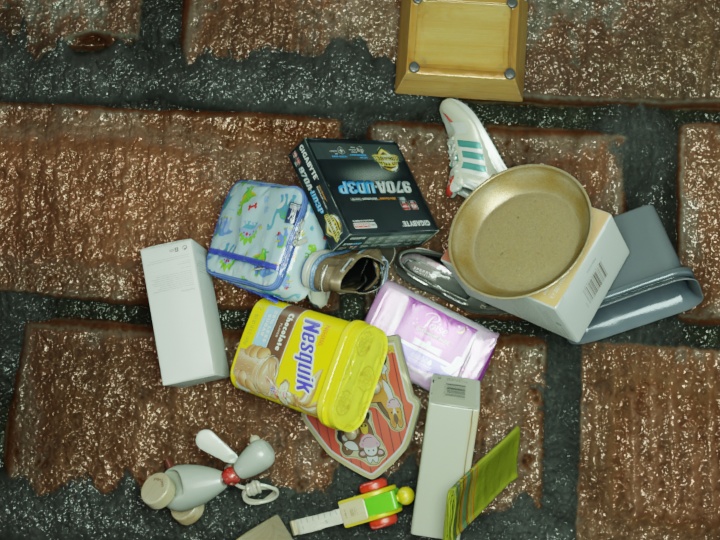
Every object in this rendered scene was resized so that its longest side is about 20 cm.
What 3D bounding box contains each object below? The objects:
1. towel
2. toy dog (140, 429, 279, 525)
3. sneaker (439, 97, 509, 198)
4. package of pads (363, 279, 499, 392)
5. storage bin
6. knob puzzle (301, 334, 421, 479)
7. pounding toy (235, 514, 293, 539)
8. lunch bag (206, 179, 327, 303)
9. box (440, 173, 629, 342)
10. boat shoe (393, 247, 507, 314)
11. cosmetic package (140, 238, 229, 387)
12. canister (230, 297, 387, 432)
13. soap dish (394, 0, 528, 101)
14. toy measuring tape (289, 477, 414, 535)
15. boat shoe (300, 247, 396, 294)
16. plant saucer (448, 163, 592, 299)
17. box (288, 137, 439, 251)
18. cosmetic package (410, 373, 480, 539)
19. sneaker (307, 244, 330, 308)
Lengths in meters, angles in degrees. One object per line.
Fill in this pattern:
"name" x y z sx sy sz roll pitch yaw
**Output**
"towel" 0.171 0.293 1.478 0.018 0.199 0.087 18 118 30
"toy dog" -0.221 0.286 1.560 0.197 0.133 0.097 -14 49 -6
"sneaker" 0.157 -0.161 1.608 0.093 0.070 0.201 -30 84 -7
"package of pads" 0.092 0.105 1.571 0.198 0.076 0.122 26 89 8
"storage bin" 0.371 0.004 1.539 0.198 0.145 0.136 -20 63 17
"knob puzzle" -0.005 0.204 1.546 0.217 0.030 0.223 5 102 26
"pounding toy" -0.146 0.445 1.500 0.183 0.200 0.143 -35 81 13
"lunch bag" -0.134 -0.043 1.556 0.199 0.082 0.163 15 85 49
"box" 0.239 -0.020 1.480 0.199 0.106 0.153 23 76 38
"boat shoe" 0.143 0.017 1.590 0.197 0.057 0.068 19 83 6
"cosmetic package" -0.257 0.066 1.587 0.084 0.108 0.203 -11 80 3
"canister" -0.076 0.128 1.515 0.198 0.086 0.150 14 80 36
"soap dish" 0.154 -0.344 1.630 0.197 0.081 0.160 4 82 3
"toy measuring tape" -0.006 0.348 1.562 0.198 0.073 0.075 -22 80 24
"boat shoe" 0.000 0.000 1.525 0.072 0.199 0.073 23 117 29
"plant saucer" 0.213 -0.045 1.417 0.198 0.035 0.203 -14 56 22
"box" 0.006 -0.110 1.534 0.046 0.199 0.161 -38 68 37
"cosmetic package" 0.119 0.259 1.497 0.072 0.104 0.203 7 109 5
"sneaker" -0.029 -0.042 1.596 0.092 0.070 0.203 6 79 9
